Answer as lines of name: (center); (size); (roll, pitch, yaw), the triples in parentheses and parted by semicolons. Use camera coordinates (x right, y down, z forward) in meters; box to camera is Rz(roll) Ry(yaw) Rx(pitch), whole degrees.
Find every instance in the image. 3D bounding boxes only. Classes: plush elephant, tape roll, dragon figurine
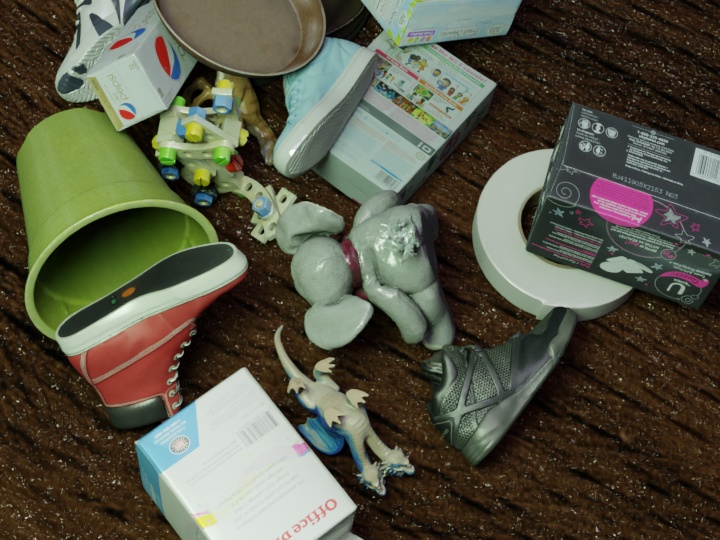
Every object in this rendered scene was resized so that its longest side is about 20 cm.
plush elephant: (0.000, 0.000, 1.430); (0.153, 0.200, 0.167); (-12, 74, 11)
tape roll: (0.221, -0.040, 1.538); (0.200, 0.037, 0.205); (3, 61, -5)
dragon figurine: (-0.029, 0.143, 1.397); (0.059, 0.100, 0.199); (-38, 52, -22)

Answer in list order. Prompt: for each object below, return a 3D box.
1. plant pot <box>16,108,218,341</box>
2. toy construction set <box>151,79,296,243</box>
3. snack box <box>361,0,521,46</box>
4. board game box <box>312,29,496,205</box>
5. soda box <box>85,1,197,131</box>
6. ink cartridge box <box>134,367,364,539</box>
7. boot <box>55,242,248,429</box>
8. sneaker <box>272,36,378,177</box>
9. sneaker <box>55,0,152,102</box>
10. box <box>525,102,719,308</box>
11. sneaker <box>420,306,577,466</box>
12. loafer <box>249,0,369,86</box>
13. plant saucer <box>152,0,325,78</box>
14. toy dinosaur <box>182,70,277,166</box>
plant pot: (-0.268, -0.061, 1.424); (0.198, 0.201, 0.191); (-18, 53, -15)
toy construction set: (-0.142, -0.114, 1.470); (0.130, 0.201, 0.093); (-8, 48, 28)
snack box: (0.067, -0.352, 1.631); (0.167, 0.068, 0.201); (-11, 51, -34)
board game box: (0.036, -0.171, 1.574); (0.147, 0.064, 0.200); (36, 65, 14)
soda box: (-0.221, -0.226, 1.477); (0.063, 0.069, 0.201); (-21, 25, 19)
ink cartridge box: (-0.100, 0.222, 1.308); (0.128, 0.126, 0.200); (-33, 69, -21)
boot: (-0.178, 0.070, 1.373); (0.198, 0.145, 0.073); (-29, 26, 2)
sneaker: (-0.057, -0.177, 1.495); (0.081, 0.074, 0.201); (24, 48, 12)
sneaker: (-0.306, -0.290, 1.599); (0.129, 0.079, 0.200); (28, 82, 31)
box: (0.290, -0.068, 1.475); (0.198, 0.115, 0.133); (19, 59, 2)
sneaker: (0.137, 0.092, 1.434); (0.114, 0.076, 0.200); (39, 70, 8)
loafer: (-0.062, -0.287, 1.620); (0.200, 0.072, 0.073); (-40, 72, -23)
plant saucer: (-0.133, -0.278, 1.487); (0.198, 0.035, 0.202); (14, 53, -18)
toy dinosaur: (-0.146, -0.208, 1.567); (0.105, 0.060, 0.202); (-20, 95, -11)
